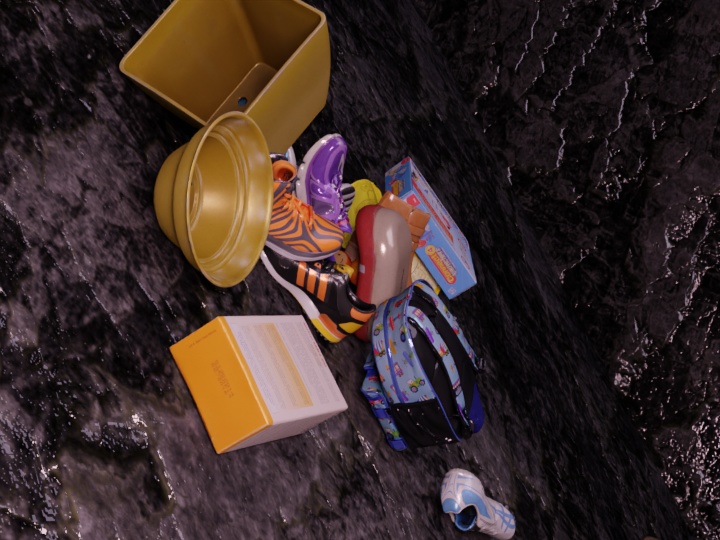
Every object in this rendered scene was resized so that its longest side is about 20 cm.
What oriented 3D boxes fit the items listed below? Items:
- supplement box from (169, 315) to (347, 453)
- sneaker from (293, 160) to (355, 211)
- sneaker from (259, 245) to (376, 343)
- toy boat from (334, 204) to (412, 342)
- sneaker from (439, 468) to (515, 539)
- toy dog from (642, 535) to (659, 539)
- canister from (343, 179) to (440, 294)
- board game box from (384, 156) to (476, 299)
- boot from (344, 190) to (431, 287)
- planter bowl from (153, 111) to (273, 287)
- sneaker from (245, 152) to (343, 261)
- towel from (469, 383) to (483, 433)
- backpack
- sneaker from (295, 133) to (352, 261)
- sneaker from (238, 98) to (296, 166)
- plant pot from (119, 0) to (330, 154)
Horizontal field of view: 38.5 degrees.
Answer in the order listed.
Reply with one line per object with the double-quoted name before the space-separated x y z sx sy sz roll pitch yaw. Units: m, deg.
"supplement box" -0.107 0.120 1.132 0.126 0.073 0.200 63 19 14
"sneaker" -0.107 -0.114 1.530 0.115 0.075 0.200 36 27 25
"sneaker" -0.059 0.002 1.409 0.200 0.090 0.070 52 20 -17
"toy boat" 0.000 0.000 1.523 0.131 0.130 0.201 -44 143 -68
"sneaker" 0.167 0.354 1.494 0.200 0.072 0.073 48 54 -45
"toy dog" 0.601 0.623 2.049 0.200 0.139 0.194 52 7 -19
"canister" 0.048 -0.040 1.750 0.200 0.086 0.149 44 21 -40
"board game box" 0.119 -0.077 1.781 0.200 0.056 0.196 54 14 -17
"boot" 0.069 -0.024 1.631 0.200 0.155 0.074 30 1 -40
"planter bowl" -0.181 -0.085 1.192 0.200 0.083 0.202 7 90 -68
"sneaker" -0.091 -0.082 1.327 0.199 0.112 0.078 13 42 -32
"towel" 0.125 0.171 1.686 0.200 0.049 0.148 40 29 -39
"backpack" 0.074 0.123 1.419 0.201 0.134 0.183 62 27 -25
"sneaker" -0.041 -0.091 1.444 0.083 0.201 0.080 20 20 32
"sneaker" -0.142 -0.197 1.496 0.081 0.076 0.200 19 34 -57
"plant pot" -0.153 -0.249 1.351 0.200 0.200 0.176 34 -11 24
